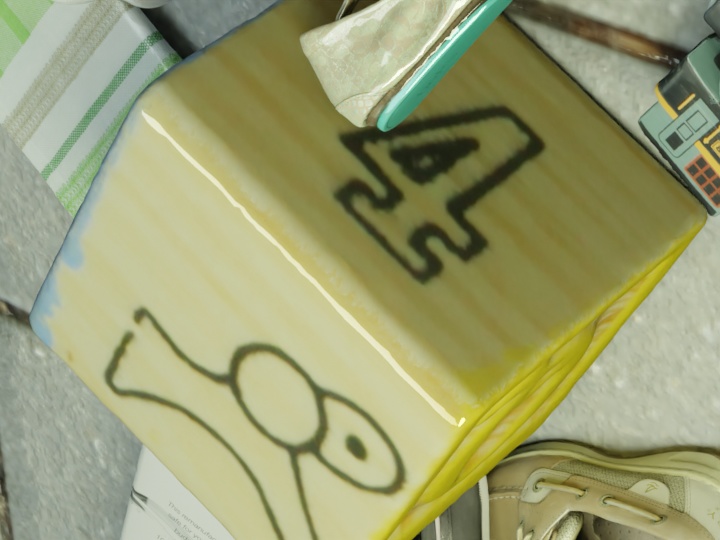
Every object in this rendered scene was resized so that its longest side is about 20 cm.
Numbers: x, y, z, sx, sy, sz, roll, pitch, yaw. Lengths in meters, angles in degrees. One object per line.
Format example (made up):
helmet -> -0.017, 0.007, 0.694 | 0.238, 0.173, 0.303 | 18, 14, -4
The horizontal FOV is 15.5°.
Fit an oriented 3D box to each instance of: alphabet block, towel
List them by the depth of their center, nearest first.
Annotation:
alphabet block -> 0.000, 0.000, 1.209 | 0.200, 0.196, 0.196 | 45, 142, 9
towel -> -0.130, -0.085, 1.413 | 0.200, 0.031, 0.149 | 53, 138, 4

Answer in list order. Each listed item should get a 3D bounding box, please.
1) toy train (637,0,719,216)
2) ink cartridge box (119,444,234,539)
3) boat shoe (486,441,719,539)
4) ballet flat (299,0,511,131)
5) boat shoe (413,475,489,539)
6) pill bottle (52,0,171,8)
toy train -> 0.202, -0.031, 1.084 | 0.200, 0.085, 0.114 | 49, 153, 2
ink cartridge box -> -0.052, 0.153, 1.460 | 0.147, 0.083, 0.201 | 37, 139, 18
boat shoe -> 0.106, 0.130, 1.300 | 0.199, 0.065, 0.072 | -7, 113, 49
ballet flat -> 0.053, -0.141, 1.093 | 0.200, 0.067, 0.062 | -43, 82, 13
boat shoe -> 0.031, 0.138, 1.327 | 0.067, 0.057, 0.201 | 149, 113, -65
pill bottle -> -0.166, -0.199, 1.293 | 0.199, 0.109, 0.110 | 28, 135, 28
